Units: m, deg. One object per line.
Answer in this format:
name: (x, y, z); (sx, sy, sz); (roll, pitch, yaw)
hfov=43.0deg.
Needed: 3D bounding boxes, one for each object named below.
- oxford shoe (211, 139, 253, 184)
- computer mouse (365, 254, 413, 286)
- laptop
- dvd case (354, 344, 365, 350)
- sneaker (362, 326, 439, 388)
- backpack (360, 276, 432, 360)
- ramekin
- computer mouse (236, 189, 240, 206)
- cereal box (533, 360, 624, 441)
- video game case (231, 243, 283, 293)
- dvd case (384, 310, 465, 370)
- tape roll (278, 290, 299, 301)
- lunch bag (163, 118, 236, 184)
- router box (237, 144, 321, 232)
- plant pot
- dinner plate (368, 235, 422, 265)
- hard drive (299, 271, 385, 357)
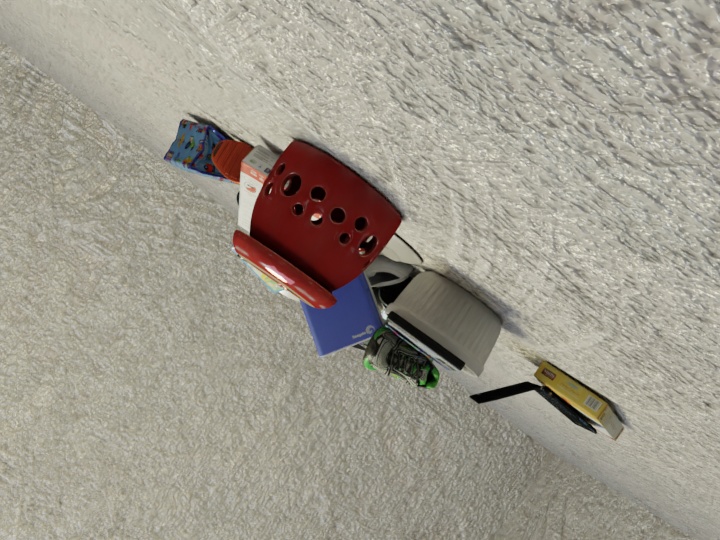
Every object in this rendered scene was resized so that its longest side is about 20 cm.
oxford shoe: (-0.185, -0.171, 1.643); (0.199, 0.071, 0.073); (32, 178, 26)
computer mouse: (0.000, 0.000, 1.679); (0.110, 0.199, 0.044); (-60, -45, -57)
laptop: (0.321, 0.269, 1.726); (0.200, 0.103, 0.177); (40, 178, 3)
dvd case: (-0.005, 0.075, 1.866); (0.142, 0.018, 0.201); (21, -137, -34)
sneaker: (0.075, 0.154, 1.580); (0.085, 0.078, 0.200); (24, 179, 38)
backpack: (0.083, 0.096, 1.775); (0.199, 0.151, 0.178); (31, -150, -15)
ramekin: (0.150, 0.087, 1.595); (0.200, 0.105, 0.200); (35, 174, 4)
computer mouse: (-0.176, -0.101, 1.733); (0.200, 0.058, 0.034); (43, 138, 43)
cereal box: (0.410, 0.247, 1.705); (0.144, 0.040, 0.200); (34, 175, 33)
video game case: (-0.135, -0.029, 1.779); (0.199, 0.018, 0.143); (-18, 129, 32)
dvd case: (0.102, 0.118, 1.508); (0.142, 0.018, 0.200); (36, 176, 4)
tape roll: (-0.128, -0.029, 1.943); (0.201, 0.071, 0.203); (25, -145, -19)
lunch bag: (-0.259, -0.206, 1.787); (0.199, 0.095, 0.150); (26, 179, -34)
router box: (-0.110, -0.092, 1.535); (0.199, 0.049, 0.180); (32, 148, 11)
plant pot: (-0.067, -0.056, 1.312); (0.200, 0.183, 0.200); (33, 175, 3)
dinner plate: (0.019, -0.062, 1.560); (0.200, 0.024, 0.200); (34, 175, 4)
hard drive: (-0.046, 0.039, 1.635); (0.201, 0.131, 0.025); (70, -164, 7)
